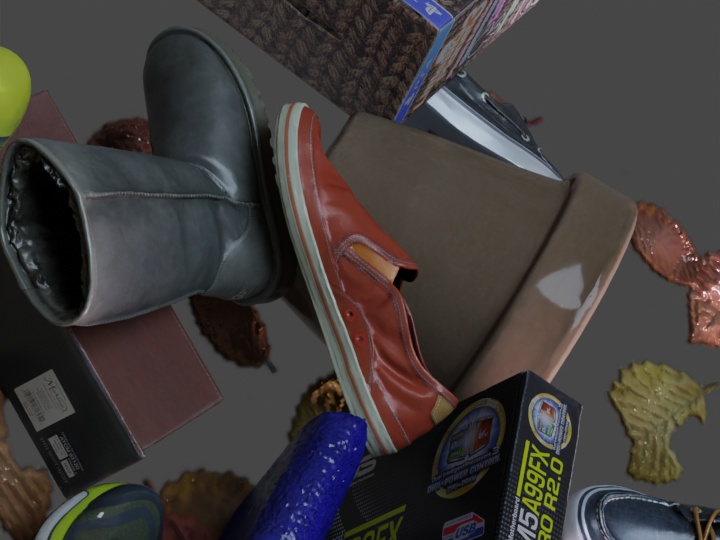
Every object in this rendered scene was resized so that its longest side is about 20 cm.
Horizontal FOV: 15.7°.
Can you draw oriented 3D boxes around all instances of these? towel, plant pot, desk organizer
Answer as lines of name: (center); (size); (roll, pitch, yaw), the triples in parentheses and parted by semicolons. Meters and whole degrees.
towel: (-0.061, 0.178, 1.362); (0.049, 0.148, 0.200); (34, 48, -5)
plant pot: (0.040, -0.003, 1.534); (0.174, 0.200, 0.201); (34, 48, -2)
desk organizer: (-0.164, 0.011, 1.407); (0.077, 0.072, 0.201); (-31, 92, -48)

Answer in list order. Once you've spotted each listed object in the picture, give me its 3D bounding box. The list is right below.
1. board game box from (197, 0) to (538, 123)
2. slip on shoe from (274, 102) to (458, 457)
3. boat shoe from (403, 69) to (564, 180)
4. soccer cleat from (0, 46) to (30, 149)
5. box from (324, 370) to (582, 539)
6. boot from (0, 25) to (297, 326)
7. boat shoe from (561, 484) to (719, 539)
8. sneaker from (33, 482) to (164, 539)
board game box: (0.019, -0.202, 1.619); (0.159, 0.097, 0.200); (38, 44, 10)
slip on shoe: (0.000, 0.000, 1.425); (0.074, 0.061, 0.201); (51, 19, -78)
boat shoe: (0.077, -0.085, 1.679); (0.200, 0.070, 0.066); (36, 51, -14)
soccer cleat: (-0.247, -0.060, 1.296); (0.199, 0.084, 0.065); (-28, 83, -23)
box: (0.029, 0.160, 1.414); (0.044, 0.200, 0.161); (32, 52, -26)
boot: (-0.124, -0.054, 1.388); (0.200, 0.072, 0.183); (-1, 63, -53)
boat shoe: (0.224, 0.175, 1.661); (0.200, 0.091, 0.071); (24, 55, -32)
sneaker: (-0.134, 0.184, 1.320); (0.200, 0.080, 0.074); (-65, 144, -46)
